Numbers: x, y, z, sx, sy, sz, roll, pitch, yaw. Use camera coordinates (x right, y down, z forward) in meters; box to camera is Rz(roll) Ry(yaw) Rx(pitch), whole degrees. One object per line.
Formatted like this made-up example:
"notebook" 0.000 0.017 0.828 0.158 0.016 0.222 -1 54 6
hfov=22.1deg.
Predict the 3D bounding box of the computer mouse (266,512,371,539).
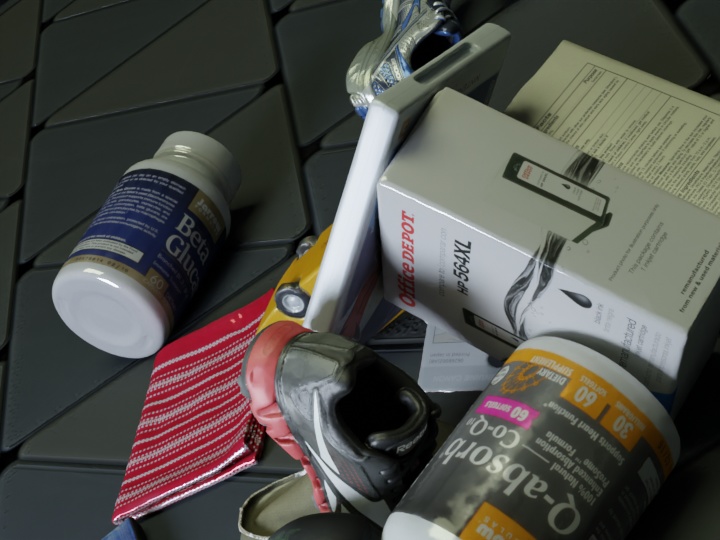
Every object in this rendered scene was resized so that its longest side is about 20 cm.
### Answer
"computer mouse" -0.058 0.213 1.083 0.200 0.053 0.139 -60 4 31

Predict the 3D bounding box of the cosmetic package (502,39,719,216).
"cosmetic package" 0.188 -0.062 1.192 0.200 0.071 0.105 29 70 35

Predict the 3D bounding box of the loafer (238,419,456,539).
"loafer" -0.007 0.137 1.222 0.200 0.070 0.075 -23 31 30

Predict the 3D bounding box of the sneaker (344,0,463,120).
"sneaker" 0.063 -0.214 1.680 0.085 0.077 0.200 -3 51 35

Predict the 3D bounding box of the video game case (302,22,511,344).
"video game case" 0.027 -0.042 1.161 0.182 0.023 0.200 -40 -28 -56

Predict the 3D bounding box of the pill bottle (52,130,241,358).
"pill bottle" -0.183 -0.029 1.650 0.111 0.111 0.200 -13 37 41

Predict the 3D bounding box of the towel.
"towel" -0.126 0.106 1.474 0.144 0.022 0.200 -27 30 25

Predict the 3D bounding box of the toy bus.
"toy bus" 0.000 0.000 1.351 0.200 0.078 0.065 -40 18 40

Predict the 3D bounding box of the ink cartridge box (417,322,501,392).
"ink cartridge box" 0.134 0.003 1.246 0.162 0.050 0.200 -3 57 23

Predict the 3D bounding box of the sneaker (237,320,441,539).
"sneaker" 0.012 0.113 1.095 0.098 0.201 0.071 -3 39 44

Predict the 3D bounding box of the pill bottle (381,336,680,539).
"pill bottle" 0.084 0.145 1.045 0.200 0.116 0.116 -51 29 -21

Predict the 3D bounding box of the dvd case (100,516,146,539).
"dvd case" -0.227 0.279 1.345 0.200 0.018 0.143 -39 27 0

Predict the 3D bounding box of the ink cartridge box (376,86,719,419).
"ink cartridge box" 0.114 -0.002 1.096 0.200 0.146 0.084 27 65 17
